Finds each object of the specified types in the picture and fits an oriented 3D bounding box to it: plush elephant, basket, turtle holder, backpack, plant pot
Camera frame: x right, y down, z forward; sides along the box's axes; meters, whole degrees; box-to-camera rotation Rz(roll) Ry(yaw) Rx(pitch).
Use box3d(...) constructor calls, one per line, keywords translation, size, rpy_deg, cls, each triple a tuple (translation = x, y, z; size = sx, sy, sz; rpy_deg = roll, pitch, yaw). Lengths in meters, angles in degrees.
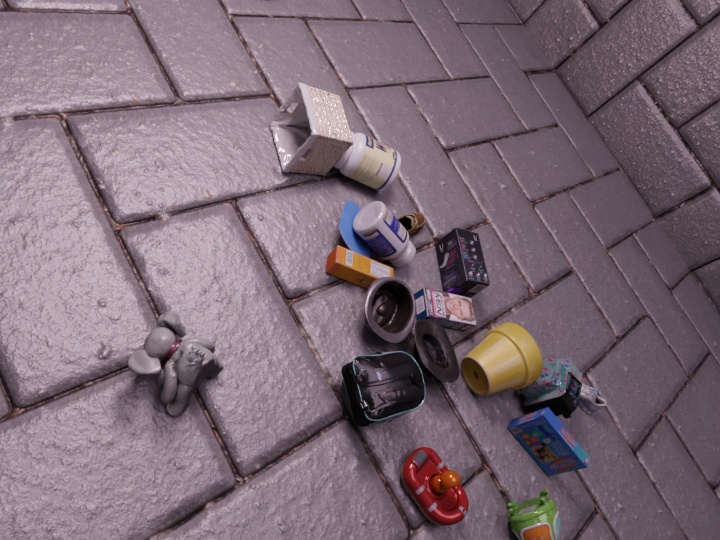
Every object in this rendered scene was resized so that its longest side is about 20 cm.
box3d(translation=(-0.401, 0.187, 1.185), size=(0.154, 0.200, 0.165), rpy_deg=(32, 54, 9), cls="plush elephant")
box3d(translation=(-0.152, -0.426, 1.695), size=(0.160, 0.198, 0.201), rpy_deg=(1, 63, -39), cls="basket")
box3d(translation=(0.483, 0.699, 1.531), size=(0.140, 0.186, 0.132), rpy_deg=(-20, 73, -8), cls="turtle holder")
box3d(translation=(0.618, 0.366, 1.784), size=(0.151, 0.177, 0.200), rpy_deg=(51, 43, -5), cls="backpack")
box3d(translation=(0.418, 0.285, 1.691), size=(0.188, 0.201, 0.202), rpy_deg=(-21, 76, -25), cls="plant pot")
box3d(translation=(0.061, 0.303, 1.435), size=(0.199, 0.153, 0.177), rpy_deg=(-10, 69, -23), cls="backpack")

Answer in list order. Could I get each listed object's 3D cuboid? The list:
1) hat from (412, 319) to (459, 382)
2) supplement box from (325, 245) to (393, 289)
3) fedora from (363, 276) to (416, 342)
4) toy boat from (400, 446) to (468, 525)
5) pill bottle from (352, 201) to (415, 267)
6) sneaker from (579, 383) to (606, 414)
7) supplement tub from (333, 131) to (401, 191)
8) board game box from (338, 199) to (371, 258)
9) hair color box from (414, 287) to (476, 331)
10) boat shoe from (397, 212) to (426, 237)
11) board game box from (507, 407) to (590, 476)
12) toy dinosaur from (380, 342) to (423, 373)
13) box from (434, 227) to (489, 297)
box3d(translation=(0.201, 0.246, 1.615), size=(0.200, 0.081, 0.202), rpy_deg=(29, 41, -28), cls="hat")
box3d(translation=(0.000, 0.000, 1.635), size=(0.199, 0.067, 0.069), rpy_deg=(24, 49, -23), cls="supplement box")
box3d(translation=(0.071, 0.117, 1.593), size=(0.176, 0.090, 0.201), rpy_deg=(32, 59, -18), cls="fedora")
box3d(translation=(0.206, 0.547, 1.411), size=(0.130, 0.131, 0.200), rpy_deg=(-34, 85, -42), cls="toy boat")
box3d(translation=(0.079, -0.105, 1.694), size=(0.200, 0.119, 0.120), rpy_deg=(46, 43, -33), cls="pill bottle")
box3d(translation=(0.775, 0.418, 1.925), size=(0.199, 0.087, 0.075), rpy_deg=(36, 50, -11), cls="sneaker")
box3d(translation=(0.017, -0.360, 1.806), size=(0.199, 0.145, 0.146), rpy_deg=(21, 54, -25), cls="supplement tub")
box3d(translation=(-0.022, -0.117, 1.701), size=(0.158, 0.039, 0.201), rpy_deg=(48, 36, -30), cls="board game box")
box3d(translation=(0.268, 0.125, 1.755), size=(0.199, 0.060, 0.101), rpy_deg=(13, 58, -30), cls="hair color box")
box3d(translation=(0.157, -0.150, 1.829), size=(0.200, 0.074, 0.076), rpy_deg=(-30, 83, -42), cls="boat shoe")
box3d(translation=(0.568, 0.521, 1.671), size=(0.200, 0.152, 0.045), rpy_deg=(50, 47, 0), cls="board game box")
box3d(translation=(0.119, 0.289, 1.553), size=(0.101, 0.058, 0.201), rpy_deg=(7, 60, -31), cls="toy dinosaur")
box3d(translation=(0.339, -0.022, 1.849), size=(0.105, 0.122, 0.201), rpy_deg=(10, 59, -30), cls="box")
